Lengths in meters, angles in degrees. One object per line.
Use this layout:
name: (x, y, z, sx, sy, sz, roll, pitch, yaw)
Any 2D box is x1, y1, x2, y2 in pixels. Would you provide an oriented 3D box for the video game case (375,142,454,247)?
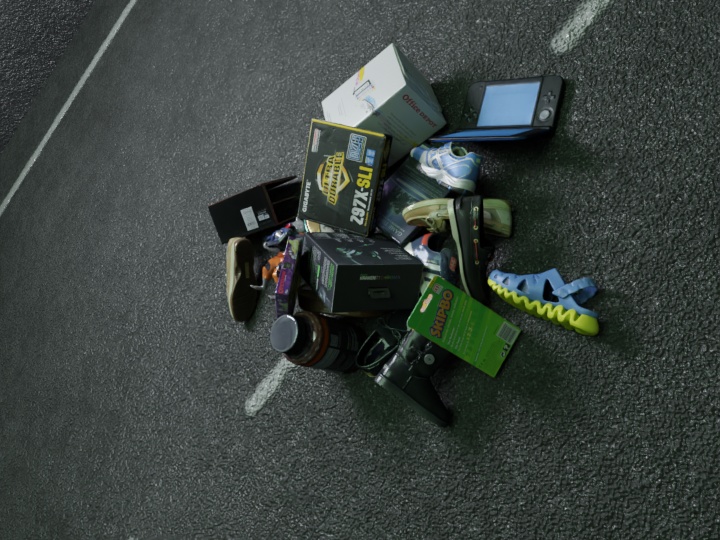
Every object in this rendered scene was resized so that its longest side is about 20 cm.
video game case: (0.107, -0.156, 1.223, 0.200, 0.019, 0.143, -47, 51, -2)

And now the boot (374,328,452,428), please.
boot: (0.144, 0.153, 1.059, 0.200, 0.165, 0.066, -54, 18, -3)

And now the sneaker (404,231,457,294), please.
sneaker: (0.153, 0.011, 1.128, 0.084, 0.075, 0.200, -35, 60, 20)

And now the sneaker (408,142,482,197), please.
sneaker: (0.161, -0.200, 1.134, 0.200, 0.076, 0.077, 42, 113, 52)

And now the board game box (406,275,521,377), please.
board game box: (0.170, 0.092, 1.008, 0.096, 0.200, 0.030, -59, 25, -2)

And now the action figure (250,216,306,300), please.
action figure: (-0.179, -0.033, 1.412, 0.194, 0.104, 0.200, -63, 20, -4)

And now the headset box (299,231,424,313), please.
headset box: (0.000, 0.000, 1.140, 0.200, 0.173, 0.093, -139, 52, -58)

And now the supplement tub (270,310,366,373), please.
supplement tub: (-0.082, 0.138, 1.185, 0.107, 0.200, 0.107, -13, 67, 34)

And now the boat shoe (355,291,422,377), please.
boat shoe: (0.063, 0.122, 1.169, 0.200, 0.062, 0.075, -51, 50, 12)

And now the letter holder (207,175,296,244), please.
letter holder: (-0.244, -0.150, 1.484, 0.199, 0.142, 0.101, -14, 100, 38)

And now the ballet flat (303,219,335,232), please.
ballet flat: (-0.068, -0.050, 1.331, 0.063, 0.069, 0.201, -26, 70, 19)

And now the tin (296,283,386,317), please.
tin: (-0.032, 0.055, 1.215, 0.199, 0.112, 0.042, 4, 105, 21)

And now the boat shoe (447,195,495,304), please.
boat shoe: (0.202, -0.031, 1.064, 0.063, 0.074, 0.202, -8, 106, 20)

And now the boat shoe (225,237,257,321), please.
boat shoe: (-0.293, 0.020, 1.461, 0.076, 0.071, 0.201, 11, 99, 48)

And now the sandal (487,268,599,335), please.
sandal: (0.307, 0.035, 1.004, 0.200, 0.079, 0.087, 22, 86, 32)

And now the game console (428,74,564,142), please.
game console: (0.250, -0.297, 1.125, 0.199, 0.118, 0.171, 9, 81, 39)

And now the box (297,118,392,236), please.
box: (-0.033, -0.183, 1.198, 0.159, 0.049, 0.201, 17, 108, 17)

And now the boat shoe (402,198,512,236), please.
boat shoe: (0.176, -0.092, 1.119, 0.200, 0.073, 0.063, 1, 76, 10)

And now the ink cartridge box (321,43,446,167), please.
ink cartridge box: (0.047, -0.328, 1.266, 0.200, 0.147, 0.145, -33, 50, 25)

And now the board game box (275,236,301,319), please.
board game box: (-0.140, 0.033, 1.187, 0.032, 0.200, 0.120, 7, 63, -3)
